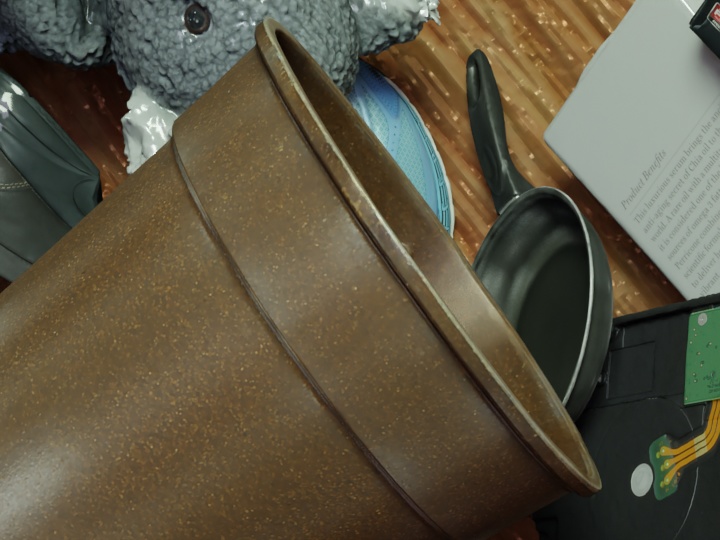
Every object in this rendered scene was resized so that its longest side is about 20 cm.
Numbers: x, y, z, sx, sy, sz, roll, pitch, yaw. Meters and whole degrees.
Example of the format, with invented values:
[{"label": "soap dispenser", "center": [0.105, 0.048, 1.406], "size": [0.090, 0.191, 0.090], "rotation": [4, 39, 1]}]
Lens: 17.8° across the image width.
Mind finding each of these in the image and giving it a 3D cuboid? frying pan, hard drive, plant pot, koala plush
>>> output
[{"label": "frying pan", "center": [0.061, 0.003, 0.960], "size": [0.031, 0.115, 0.190], "rotation": [13, 29, -22]}, {"label": "hard drive", "center": [0.138, 0.079, 0.864], "size": [0.038, 0.200, 0.141], "rotation": [15, 72, -30]}, {"label": "plant pot", "center": [-0.052, 0.049, 0.811], "size": [0.198, 0.200, 0.201], "rotation": [-35, 72, 6]}, {"label": "koala plush", "center": [-0.078, -0.123, 0.936], "size": [0.200, 0.184, 0.177], "rotation": [38, 66, 11]}]

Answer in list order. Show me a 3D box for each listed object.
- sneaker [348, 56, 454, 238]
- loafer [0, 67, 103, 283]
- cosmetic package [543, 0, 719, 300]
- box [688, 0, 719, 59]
[{"label": "sneaker", "center": [0.000, 0.000, 0.948], "size": [0.078, 0.090, 0.202], "rotation": [-8, 72, 6]}, {"label": "loafer", "center": [-0.108, 0.012, 0.917], "size": [0.072, 0.073, 0.200], "rotation": [-44, 102, -8]}, {"label": "cosmetic package", "center": [0.177, -0.023, 0.914], "size": [0.071, 0.102, 0.200], "rotation": [-23, 66, -43]}, {"label": "box", "center": [0.242, -0.076, 0.893], "size": [0.199, 0.046, 0.159], "rotation": [-22, 64, -44]}]
